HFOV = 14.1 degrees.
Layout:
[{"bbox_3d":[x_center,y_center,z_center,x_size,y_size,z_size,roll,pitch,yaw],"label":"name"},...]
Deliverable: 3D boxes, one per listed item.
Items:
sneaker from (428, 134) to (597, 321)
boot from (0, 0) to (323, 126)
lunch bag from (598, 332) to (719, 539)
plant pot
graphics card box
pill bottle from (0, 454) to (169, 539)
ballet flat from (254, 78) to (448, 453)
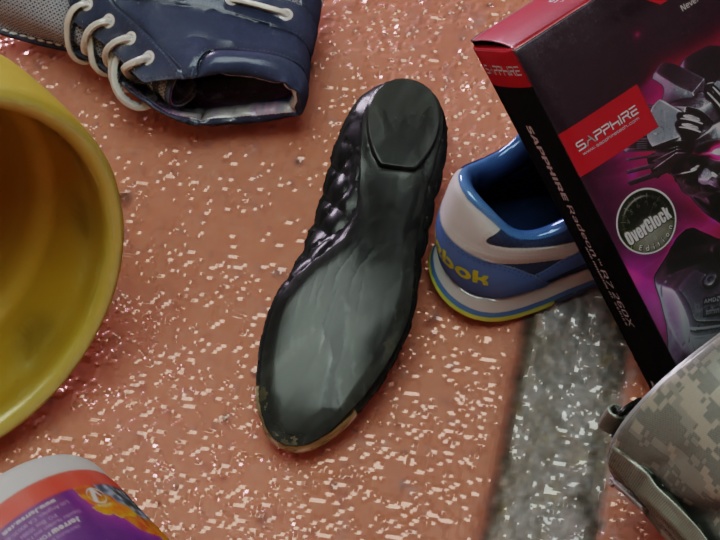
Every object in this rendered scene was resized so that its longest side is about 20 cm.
[{"bbox_3d":[0.126,-0.044,1.379,0.199,0.082,0.074,-25,55,-11],"label":"sneaker"},{"bbox_3d":[-0.119,-0.123,1.461,0.199,0.073,0.091,0,51,6],"label":"boot"},{"bbox_3d":[0.220,0.097,1.236,0.167,0.140,0.200,-29,63,-20],"label":"lunch bag"},{"bbox_3d":[-0.239,-0.036,1.357,0.200,0.201,0.189,-32,45,-15],"label":"plant pot"},{"bbox_3d":[0.151,-0.048,1.324,0.125,0.201,0.051,-32,17,-16],"label":"graphics card box"},{"bbox_3d":[-0.095,0.181,1.236,0.111,0.112,0.200,-37,61,-17],"label":"pill bottle"},{"bbox_3d":[0.000,0.000,1.391,0.066,0.057,0.201,18,66,4],"label":"ballet flat"}]
